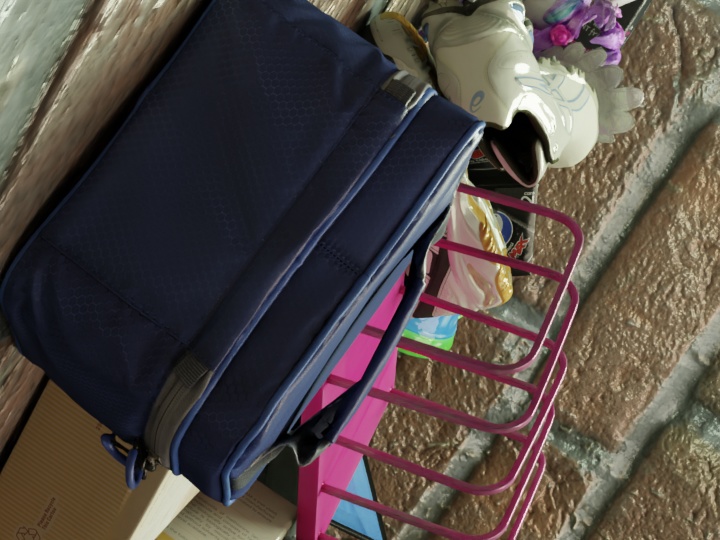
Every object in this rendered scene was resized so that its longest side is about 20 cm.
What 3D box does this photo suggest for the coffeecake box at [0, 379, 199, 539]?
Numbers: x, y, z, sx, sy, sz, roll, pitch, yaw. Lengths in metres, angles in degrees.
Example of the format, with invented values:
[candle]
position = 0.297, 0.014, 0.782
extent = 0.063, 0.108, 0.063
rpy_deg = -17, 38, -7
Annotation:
[coffeecake box]
position = -0.097, 0.058, 0.886
extent = 0.154, 0.073, 0.200
rpy_deg = -60, 174, 20

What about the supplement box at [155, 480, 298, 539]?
[supplement box]
position = -0.135, 0.172, 0.956
extent = 0.074, 0.126, 0.200
rpy_deg = -60, 173, 32

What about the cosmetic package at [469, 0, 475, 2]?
[cosmetic package]
position = 0.115, -0.267, 1.000
extent = 0.200, 0.052, 0.151
rpy_deg = -52, 172, -43

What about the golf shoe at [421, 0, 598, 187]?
[golf shoe]
position = 0.093, -0.086, 1.026
extent = 0.078, 0.098, 0.200
rpy_deg = -17, 156, 22

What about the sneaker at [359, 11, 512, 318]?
[sneaker]
position = 0.025, -0.054, 1.031
extent = 0.087, 0.201, 0.076
rpy_deg = -15, -155, 11

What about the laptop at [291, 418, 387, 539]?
[laptop]
position = -0.008, 0.112, 1.446
extent = 0.200, 0.103, 0.178
rpy_deg = 118, -35, -47

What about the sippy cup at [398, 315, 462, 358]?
[sippy cup]
position = 0.047, -0.023, 1.359
extent = 0.131, 0.139, 0.178
rpy_deg = -54, 174, 19

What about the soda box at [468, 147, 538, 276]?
[soda box]
position = 0.068, -0.066, 1.194
extent = 0.200, 0.063, 0.071
rpy_deg = -112, -159, -64

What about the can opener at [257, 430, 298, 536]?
[can opener]
position = -0.056, 0.076, 1.130
extent = 0.053, 0.066, 0.201
rpy_deg = -49, 144, -61

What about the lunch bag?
[lunch bag]
position = -0.043, -0.001, 0.691
extent = 0.201, 0.132, 0.136
rpy_deg = -56, 175, -15

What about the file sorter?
[file sorter]
position = 0.047, 0.065, 0.981
extent = 0.201, 0.125, 0.139
rpy_deg = 94, 18, -44

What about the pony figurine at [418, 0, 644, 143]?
[pony figurine]
position = 0.127, -0.173, 1.176
extent = 0.200, 0.167, 0.193
rpy_deg = -35, -168, -27

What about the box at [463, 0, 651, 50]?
[box]
position = 0.134, -0.174, 1.364
extent = 0.201, 0.122, 0.106
rpy_deg = -57, 175, 13
